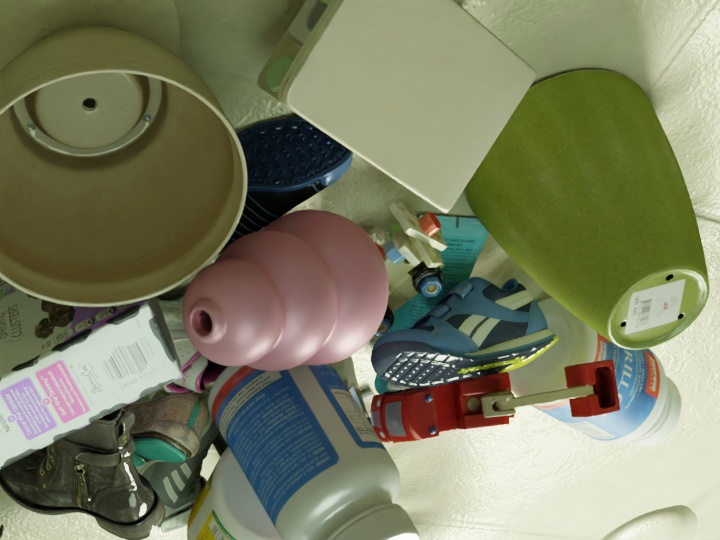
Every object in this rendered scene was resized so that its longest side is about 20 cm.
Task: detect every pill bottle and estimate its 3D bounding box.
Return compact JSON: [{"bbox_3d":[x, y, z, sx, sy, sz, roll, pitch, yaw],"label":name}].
[{"bbox_3d":[-0.102,0.235,1.343,0.111,0.114,0.200,-3,153,-20],"label":"pill bottle"},{"bbox_3d":[0.244,0.112,1.465,0.112,0.113,0.199,-42,136,21],"label":"pill bottle"},{"bbox_3d":[-0.036,0.162,1.192,0.111,0.201,0.113,-24,149,-16],"label":"pill bottle"}]

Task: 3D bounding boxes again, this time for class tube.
[{"bbox_3d":[0.062,0.035,1.357,0.077,0.051,0.202,-2,125,-30],"label":"tube"}]

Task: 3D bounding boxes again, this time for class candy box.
[{"bbox_3d":[-0.253,0.065,1.131,0.198,0.168,0.072,-27,118,-5],"label":"candy box"}]

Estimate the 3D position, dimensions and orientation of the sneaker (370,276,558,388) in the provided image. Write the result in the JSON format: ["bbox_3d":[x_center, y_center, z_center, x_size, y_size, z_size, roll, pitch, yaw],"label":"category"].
[{"bbox_3d":[0.086,0.054,1.304,0.198,0.083,0.074,-6,159,-37],"label":"sneaker"}]

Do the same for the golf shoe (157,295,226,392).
[{"bbox_3d":[-0.179,0.066,1.249,0.197,0.092,0.076,-7,138,-15],"label":"golf shoe"}]

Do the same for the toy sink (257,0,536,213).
[{"bbox_3d":[0.011,-0.154,1.062,0.199,0.112,0.131,28,96,-45],"label":"toy sink"}]

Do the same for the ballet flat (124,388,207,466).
[{"bbox_3d":[-0.201,0.142,1.316,0.199,0.068,0.068,-8,141,48],"label":"ballet flat"}]

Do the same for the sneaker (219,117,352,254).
[{"bbox_3d":[-0.098,-0.062,1.175,0.198,0.071,0.078,-19,153,-4],"label":"sneaker"}]

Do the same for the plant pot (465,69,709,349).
[{"bbox_3d":[0.210,-0.035,1.223,0.185,0.201,0.188,-13,137,-12],"label":"plant pot"}]

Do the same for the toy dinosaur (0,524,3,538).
[{"bbox_3d":[-0.372,0.170,1.288,0.134,0.086,0.202,2,117,-40],"label":"toy dinosaur"}]

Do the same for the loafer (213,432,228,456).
[{"bbox_3d":[-0.099,0.208,1.453,0.071,0.063,0.201,-28,138,4],"label":"loafer"}]

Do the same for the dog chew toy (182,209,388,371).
[{"bbox_3d":[-0.063,0.022,1.111,0.125,0.125,0.199,-50,163,29],"label":"dog chew toy"}]

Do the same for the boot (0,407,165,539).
[{"bbox_3d":[-0.259,0.145,1.255,0.198,0.069,0.175,12,138,25],"label":"boot"}]

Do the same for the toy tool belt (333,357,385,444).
[{"bbox_3d":[-0.029,0.159,1.387,0.124,0.124,0.201,-24,139,2],"label":"toy tool belt"}]

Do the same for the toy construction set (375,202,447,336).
[{"bbox_3d":[0.000,0.000,1.255,0.199,0.093,0.131,-27,136,30],"label":"toy construction set"}]

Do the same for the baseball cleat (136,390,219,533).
[{"bbox_3d":[-0.173,0.187,1.396,0.106,0.070,0.200,26,131,-32],"label":"baseball cleat"}]

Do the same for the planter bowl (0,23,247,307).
[{"bbox_3d":[-0.190,-0.094,1.036,0.198,0.135,0.202,-9,131,-10],"label":"planter bowl"}]

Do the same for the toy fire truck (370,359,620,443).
[{"bbox_3d":[0.124,0.123,1.327,0.198,0.049,0.141,-7,178,-29],"label":"toy fire truck"}]
